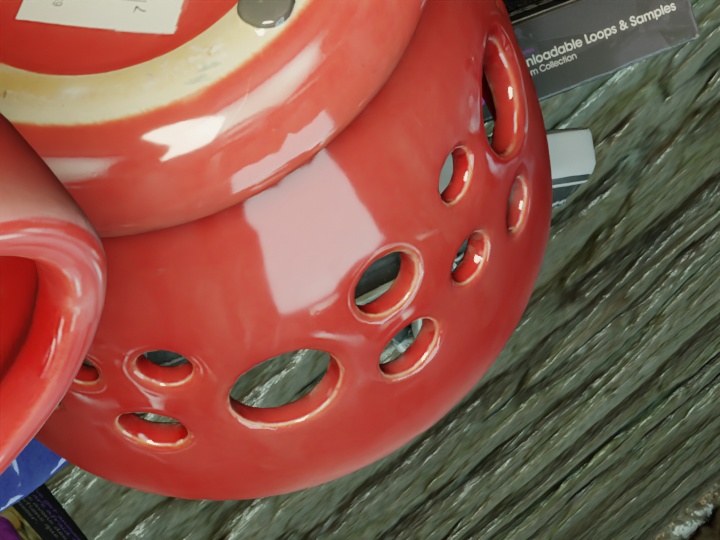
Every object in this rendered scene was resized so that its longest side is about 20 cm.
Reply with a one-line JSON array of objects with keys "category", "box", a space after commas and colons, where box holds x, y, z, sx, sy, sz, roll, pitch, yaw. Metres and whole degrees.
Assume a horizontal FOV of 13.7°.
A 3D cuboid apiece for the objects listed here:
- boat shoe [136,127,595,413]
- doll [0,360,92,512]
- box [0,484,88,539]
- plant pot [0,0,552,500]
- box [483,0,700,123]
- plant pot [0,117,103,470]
[{"category": "boat shoe", "box": [0.001, 0.000, 1.065, 0.199, 0.068, 0.074, -19, -174, -29]}, {"category": "doll", "box": [-0.173, 0.067, 1.083, 0.200, 0.137, 0.048, -37, -161, -31]}, {"category": "box", "box": [-0.200, 0.165, 1.308, 0.122, 0.106, 0.200, -45, 165, 15]}, {"category": "plant pot", "box": [-0.055, -0.057, 0.896, 0.200, 0.200, 0.183, -40, 148, -9]}, {"category": "box", "box": [0.029, -0.074, 1.156, 0.143, 0.036, 0.200, -22, -175, -15]}, {"category": "plant pot", "box": [-0.190, -0.006, 0.696, 0.200, 0.183, 0.200, -40, 165, -13]}]
